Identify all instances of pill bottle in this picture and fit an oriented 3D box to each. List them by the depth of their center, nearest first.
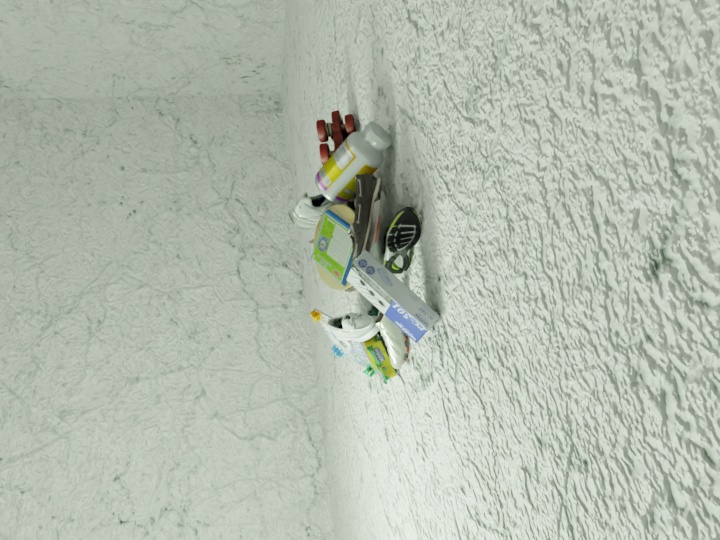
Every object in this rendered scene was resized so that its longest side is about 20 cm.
[{"bbox_3d":[-0.015,-0.259,1.357,0.200,0.104,0.105,-43,43,29],"label":"pill bottle"}]

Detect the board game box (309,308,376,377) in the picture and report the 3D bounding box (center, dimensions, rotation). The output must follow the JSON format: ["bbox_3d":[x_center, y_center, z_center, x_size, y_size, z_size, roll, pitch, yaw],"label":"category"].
[{"bbox_3d":[-0.053,0.219,1.697,0.199,0.026,0.201,23,147,48],"label":"board game box"}]

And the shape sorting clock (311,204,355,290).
[{"bbox_3d":[-0.050,-0.054,1.330,0.199,0.039,0.202,-4,85,49],"label":"shape sorting clock"}]

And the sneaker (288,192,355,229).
[{"bbox_3d":[-0.079,-0.146,1.417,0.087,0.199,0.075,-56,51,33],"label":"sneaker"}]

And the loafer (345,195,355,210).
[{"bbox_3d":[-0.017,-0.190,1.504,0.063,0.071,0.201,52,155,40],"label":"loafer"}]

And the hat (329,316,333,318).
[{"bbox_3d":[-0.014,0.189,1.720,0.200,0.081,0.201,40,157,21],"label":"hat"}]

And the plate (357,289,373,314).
[{"bbox_3d":[0.000,0.000,1.430,0.200,0.032,0.202,59,-165,-76],"label":"plate"}]

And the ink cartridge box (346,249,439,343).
[{"bbox_3d":[0.063,0.055,1.150,0.200,0.044,0.094,41,156,9],"label":"ink cartridge box"}]

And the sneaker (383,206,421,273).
[{"bbox_3d":[0.080,-0.076,1.231,0.201,0.073,0.082,106,159,-55],"label":"sneaker"}]

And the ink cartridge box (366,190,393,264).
[{"bbox_3d":[0.031,-0.079,1.273,0.200,0.050,0.163,38,-119,-75],"label":"ink cartridge box"}]

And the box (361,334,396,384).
[{"bbox_3d":[0.038,0.212,1.511,0.200,0.048,0.118,-122,7,-69],"label":"box"}]

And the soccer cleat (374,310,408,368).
[{"bbox_3d":[0.071,0.141,1.338,0.069,0.077,0.202,-124,31,-66],"label":"soccer cleat"}]

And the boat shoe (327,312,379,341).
[{"bbox_3d":[-0.021,0.144,1.483,0.199,0.065,0.074,-20,33,50],"label":"boat shoe"}]

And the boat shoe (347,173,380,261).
[{"bbox_3d":[-0.003,-0.115,1.223,0.067,0.056,0.202,116,167,-74],"label":"boat shoe"}]

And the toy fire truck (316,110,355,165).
[{"bbox_3d":[-0.058,-0.368,1.708,0.168,0.111,0.202,66,-164,-67],"label":"toy fire truck"}]

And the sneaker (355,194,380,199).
[{"bbox_3d":[0.033,-0.153,1.480,0.082,0.069,0.202,-58,-33,-60],"label":"sneaker"}]

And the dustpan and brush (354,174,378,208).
[{"bbox_3d":[0.011,-0.122,1.400,0.201,0.057,0.140,73,-151,-47],"label":"dustpan and brush"}]

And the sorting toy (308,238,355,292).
[{"bbox_3d":[-0.032,-0.032,1.683,0.201,0.107,0.180,53,164,-22],"label":"sorting toy"}]

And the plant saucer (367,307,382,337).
[{"bbox_3d":[0.047,0.088,1.529,0.200,0.036,0.202,176,90,-78],"label":"plant saucer"}]
